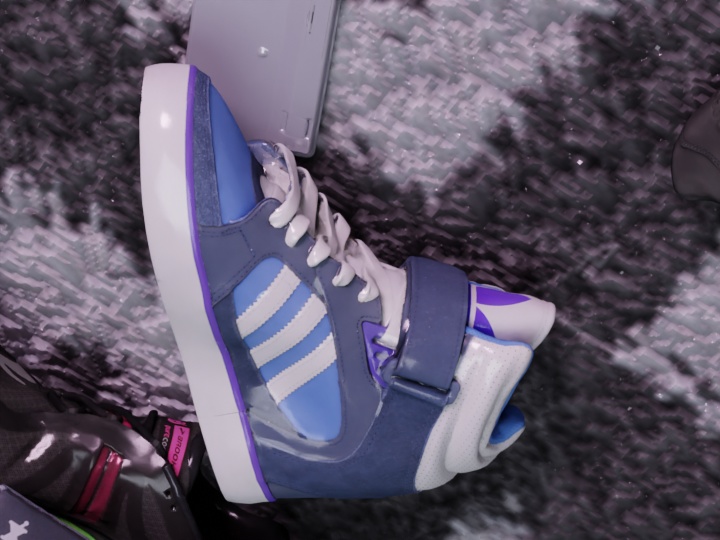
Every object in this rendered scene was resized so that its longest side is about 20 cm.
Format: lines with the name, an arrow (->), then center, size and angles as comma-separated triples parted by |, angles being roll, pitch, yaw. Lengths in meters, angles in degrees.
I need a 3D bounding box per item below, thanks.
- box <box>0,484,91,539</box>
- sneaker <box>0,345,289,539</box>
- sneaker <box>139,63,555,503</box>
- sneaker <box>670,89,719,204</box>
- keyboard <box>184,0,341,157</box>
box -> -0.128, 0.202, 0.997 | 0.199, 0.124, 0.198 | 35, 155, -13
sneaker -> -0.107, 0.078, 0.996 | 0.084, 0.077, 0.200 | -36, 121, 22
sneaker -> 0.000, 0.000, 0.917 | 0.145, 0.081, 0.201 | -9, 120, 4
sneaker -> 0.199, -0.005, 0.885 | 0.200, 0.076, 0.091 | 45, 130, -11
keyboard -> -0.030, -0.130, 0.872 | 0.056, 0.011, 0.201 | 15, 125, 6
